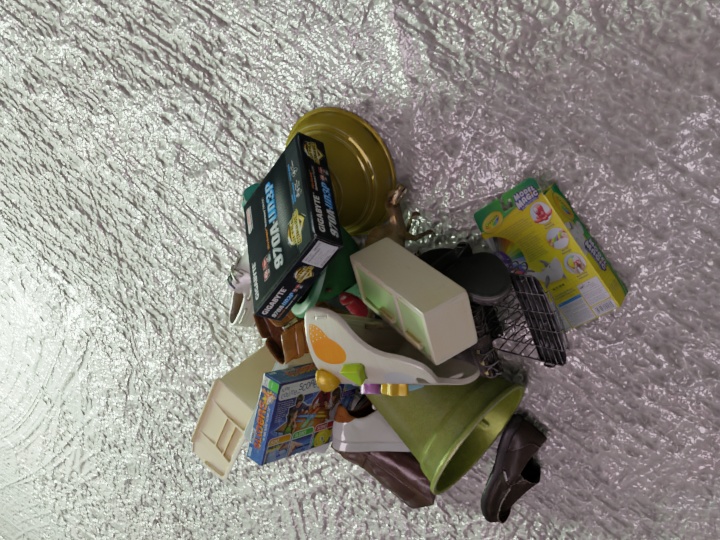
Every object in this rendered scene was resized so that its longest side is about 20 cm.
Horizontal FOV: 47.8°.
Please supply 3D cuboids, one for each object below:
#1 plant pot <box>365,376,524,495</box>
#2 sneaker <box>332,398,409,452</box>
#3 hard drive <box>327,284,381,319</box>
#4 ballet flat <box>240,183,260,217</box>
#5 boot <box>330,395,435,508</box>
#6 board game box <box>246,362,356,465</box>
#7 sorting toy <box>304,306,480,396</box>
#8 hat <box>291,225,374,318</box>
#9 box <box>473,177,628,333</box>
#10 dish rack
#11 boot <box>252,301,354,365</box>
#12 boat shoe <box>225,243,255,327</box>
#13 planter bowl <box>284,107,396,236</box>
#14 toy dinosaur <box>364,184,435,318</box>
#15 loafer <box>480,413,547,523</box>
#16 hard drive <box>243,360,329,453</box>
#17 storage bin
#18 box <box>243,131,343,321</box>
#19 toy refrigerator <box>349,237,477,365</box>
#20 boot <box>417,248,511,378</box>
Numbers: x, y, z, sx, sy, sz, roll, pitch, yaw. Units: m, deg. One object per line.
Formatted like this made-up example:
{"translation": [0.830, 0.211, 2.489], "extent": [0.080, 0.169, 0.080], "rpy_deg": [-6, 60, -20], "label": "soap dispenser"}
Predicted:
{"translation": [0.108, 0.191, 1.201], "extent": [0.184, 0.199, 0.202], "rpy_deg": [39, 131, 24], "label": "plant pot"}
{"translation": [0.054, 0.237, 1.279], "extent": [0.073, 0.197, 0.086], "rpy_deg": [-167, 78, -75], "label": "sneaker"}
{"translation": [-0.049, 0.020, 1.298], "extent": [0.198, 0.038, 0.142], "rpy_deg": [18, 123, 26], "label": "hard drive"}
{"translation": [-0.137, -0.060, 1.244], "extent": [0.075, 0.201, 0.064], "rpy_deg": [-22, 132, 3], "label": "ballet flat"}
{"translation": [0.066, 0.295, 1.357], "extent": [0.199, 0.064, 0.188], "rpy_deg": [36, 128, 9], "label": "boot"}
{"translation": [-0.082, 0.212, 1.257], "extent": [0.034, 0.199, 0.138], "rpy_deg": [23, 106, 34], "label": "board game box"}
{"translation": [0.052, 0.117, 1.044], "extent": [0.178, 0.198, 0.109], "rpy_deg": [5, 86, 44], "label": "sorting toy"}
{"translation": [0.000, 0.000, 1.153], "extent": [0.200, 0.173, 0.169], "rpy_deg": [169, 112, -69], "label": "hat"}
{"translation": [0.246, -0.021, 1.073], "extent": [0.117, 0.048, 0.201], "rpy_deg": [-32, 97, 41], "label": "box"}
{"translation": [0.198, 0.047, 1.081], "extent": [0.199, 0.054, 0.155], "rpy_deg": [10, 130, 56], "label": "dish rack"}
{"translation": [-0.068, 0.103, 1.229], "extent": [0.201, 0.155, 0.074], "rpy_deg": [51, 130, -1], "label": "boot"}
{"translation": [-0.189, 0.014, 1.354], "extent": [0.071, 0.069, 0.202], "rpy_deg": [-118, 32, -43], "label": "boat shoe"}
{"translation": [-0.053, -0.128, 1.191], "extent": [0.198, 0.083, 0.203], "rpy_deg": [16, 123, 26], "label": "planter bowl"}
{"translation": [0.048, -0.018, 1.163], "extent": [0.058, 0.100, 0.203], "rpy_deg": [14, 92, 65], "label": "toy dinosaur"}
{"translation": [0.236, 0.316, 1.241], "extent": [0.071, 0.073, 0.203], "rpy_deg": [23, 125, 24], "label": "loafer"}
{"translation": [-0.092, 0.221, 1.304], "extent": [0.026, 0.199, 0.134], "rpy_deg": [23, 87, 35], "label": "hard drive"}
{"translation": [-0.177, 0.227, 1.387], "extent": [0.093, 0.200, 0.200], "rpy_deg": [37, 129, 13], "label": "storage bin"}
{"translation": [-0.094, -0.060, 1.085], "extent": [0.046, 0.202, 0.159], "rpy_deg": [18, 132, -31], "label": "box"}
{"translation": [0.060, 0.034, 1.027], "extent": [0.200, 0.069, 0.077], "rpy_deg": [38, 150, 55], "label": "toy refrigerator"}
{"translation": [0.151, 0.064, 1.053], "extent": [0.199, 0.069, 0.176], "rpy_deg": [25, 142, 63], "label": "boot"}
